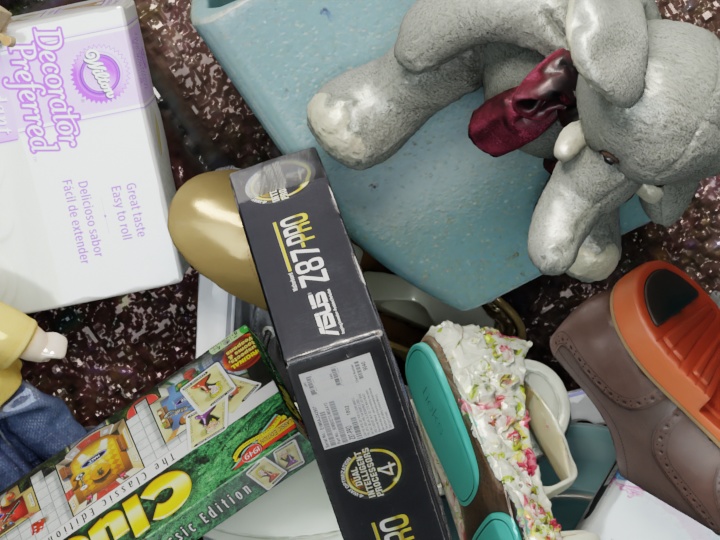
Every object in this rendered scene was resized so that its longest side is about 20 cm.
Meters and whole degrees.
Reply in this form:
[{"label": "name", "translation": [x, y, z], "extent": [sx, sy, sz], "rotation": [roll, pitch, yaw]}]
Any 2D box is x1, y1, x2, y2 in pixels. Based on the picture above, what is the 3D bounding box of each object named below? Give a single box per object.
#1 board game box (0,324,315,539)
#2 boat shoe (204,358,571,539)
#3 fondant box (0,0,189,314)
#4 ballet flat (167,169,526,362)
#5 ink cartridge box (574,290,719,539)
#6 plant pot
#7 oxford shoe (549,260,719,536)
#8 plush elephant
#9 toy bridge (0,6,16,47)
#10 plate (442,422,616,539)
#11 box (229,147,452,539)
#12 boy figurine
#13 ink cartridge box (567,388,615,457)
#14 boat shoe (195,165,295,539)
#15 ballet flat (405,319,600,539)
[{"label": "board game box", "translation": [-0.119, 0.112, 1.364], "extent": [0.200, 0.105, 0.023], "rotation": [-35, 126, 2]}, {"label": "boat shoe", "translation": [0.008, 0.094, 1.405], "extent": [0.200, 0.062, 0.073], "rotation": [-16, 82, 1]}, {"label": "fondant box", "translation": [-0.198, -0.049, 1.431], "extent": [0.200, 0.058, 0.144], "rotation": [-12, 100, 3]}, {"label": "ballet flat", "translation": [0.000, 0.000, 1.396], "extent": [0.200, 0.063, 0.069], "rotation": [23, 77, -29]}, {"label": "ink cartridge box", "translation": [0.187, 0.130, 1.370], "extent": [0.146, 0.083, 0.200], "rotation": [30, 95, 2]}, {"label": "plant pot", "translation": [0.051, -0.101, 1.355], "extent": [0.196, 0.196, 0.200], "rotation": [-26, 109, 6]}, {"label": "oxford shoe", "translation": [0.167, 0.088, 1.306], "extent": [0.073, 0.071, 0.200], "rotation": [-31, 99, 39]}, {"label": "plush elephant", "translation": [0.103, -0.066, 1.190], "extent": [0.165, 0.155, 0.200], "rotation": [33, 110, -23]}, {"label": "toy bridge", "translation": [-0.248, -0.164, 1.401], "extent": [0.200, 0.067, 0.027], "rotation": [35, 99, 16]}, {"label": "plate", "translation": [0.104, 0.177, 1.434], "extent": [0.200, 0.026, 0.200], "rotation": [0, 97, 1]}, {"label": "box", "translation": [0.001, 0.068, 1.252], "extent": [0.049, 0.161, 0.200], "rotation": [-17, 124, 1]}, {"label": "boy figurine", "translation": [-0.205, 0.055, 1.400], "extent": [0.124, 0.064, 0.200], "rotation": [-26, 132, 20]}, {"label": "ink cartridge box", "translation": [0.132, 0.153, 1.464], "extent": [0.198, 0.043, 0.200], "rotation": [-14, 98, 3]}, {"label": "boat shoe", "translation": [-0.049, 0.047, 1.443], "extent": [0.066, 0.070, 0.200], "rotation": [2, 93, 3]}, {"label": "ballet flat", "translation": [0.077, 0.113, 1.319], "extent": [0.064, 0.076, 0.200], "rotation": [-6, 69, -23]}]
